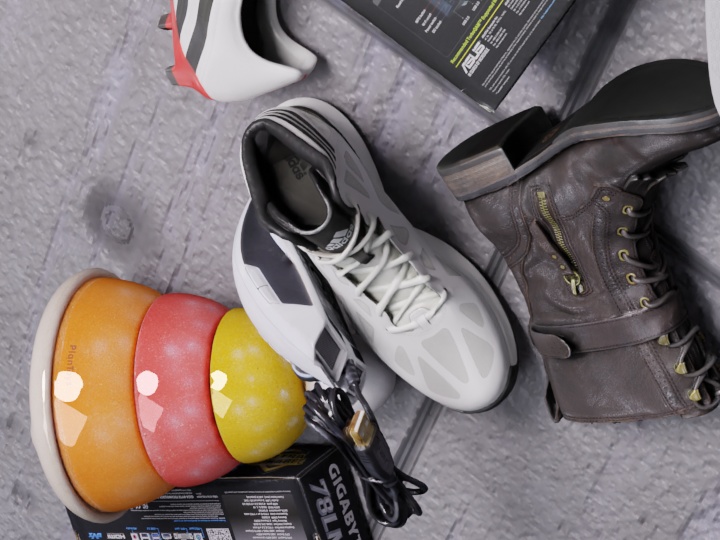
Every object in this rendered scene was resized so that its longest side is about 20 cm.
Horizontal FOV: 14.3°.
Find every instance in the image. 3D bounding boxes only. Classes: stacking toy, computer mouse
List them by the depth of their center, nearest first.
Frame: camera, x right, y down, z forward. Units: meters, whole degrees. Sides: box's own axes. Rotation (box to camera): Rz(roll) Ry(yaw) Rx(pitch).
[{"bbox_3d":[-0.028,0.041,1.537,0.044,0.110,0.200,-31,52,7],"label":"computer mouse"},{"bbox_3d":[-0.075,0.069,1.620,0.199,0.146,0.147,-2,113,21],"label":"stacking toy"}]

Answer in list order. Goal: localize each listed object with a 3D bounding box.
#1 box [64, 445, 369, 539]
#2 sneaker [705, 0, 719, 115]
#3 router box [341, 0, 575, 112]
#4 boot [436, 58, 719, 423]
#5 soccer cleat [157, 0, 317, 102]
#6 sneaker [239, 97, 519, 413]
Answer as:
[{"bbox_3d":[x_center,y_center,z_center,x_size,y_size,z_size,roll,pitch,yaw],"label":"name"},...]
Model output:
[{"bbox_3d":[-0.071,0.204,1.726,0.199,0.050,0.199,-5,111,39],"label":"box"},{"bbox_3d":[0.211,-0.164,1.289,0.071,0.099,0.201,-163,72,-66],"label":"sneaker"},{"bbox_3d":[0.058,-0.193,1.375,0.150,0.062,0.200,36,133,0],"label":"router box"},{"bbox_3d":[0.142,-0.006,1.443,0.200,0.069,0.175,-15,109,46],"label":"boot"},{"bbox_3d":[-0.080,-0.183,1.512,0.085,0.069,0.201,-3,116,29],"label":"soccer cleat"},{"bbox_3d":[0.000,0.000,1.501,0.076,0.115,0.201,-40,86,16],"label":"sneaker"}]
